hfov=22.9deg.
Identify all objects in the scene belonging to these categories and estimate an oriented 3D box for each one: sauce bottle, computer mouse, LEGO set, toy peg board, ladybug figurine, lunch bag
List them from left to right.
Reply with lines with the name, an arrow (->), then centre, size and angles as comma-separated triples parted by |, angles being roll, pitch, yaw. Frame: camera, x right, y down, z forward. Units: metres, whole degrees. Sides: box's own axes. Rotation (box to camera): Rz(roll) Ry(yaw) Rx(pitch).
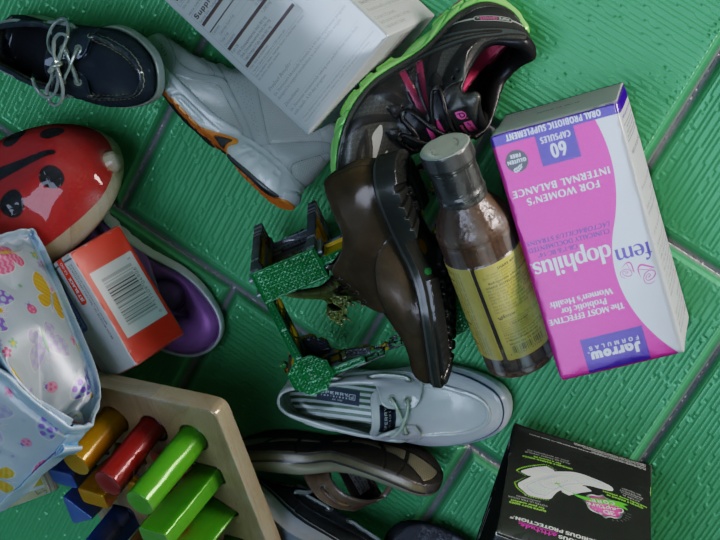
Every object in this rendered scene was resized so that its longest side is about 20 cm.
lunch bag -> -0.313, 0.089, 1.455 | 0.170, 0.127, 0.200 | -39, 69, 34
ladybug figurine -> -0.292, -0.066, 1.539 | 0.200, 0.072, 0.136 | -25, 53, 24
toy peg board -> -0.189, 0.195, 1.501 | 0.199, 0.098, 0.200 | 9, 132, 32
LEGO set -> 0.000, 0.000, 1.472 | 0.200, 0.116, 0.154 | -30, 112, 13
sauce bottle -> 0.097, -0.012, 1.370 | 0.065, 0.065, 0.200 | -7, 122, 23
computer mouse -> 0.109, 0.278, 1.539 | 0.200, 0.034, 0.059 | 32, 87, 5

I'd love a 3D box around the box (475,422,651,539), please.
box -> 0.152, 0.239, 1.405 | 0.124, 0.200, 0.149 | 17, 111, 4

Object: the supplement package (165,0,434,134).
supplement package -> -0.062, -0.223, 1.413 | 0.200, 0.114, 0.110 | 43, 116, 4

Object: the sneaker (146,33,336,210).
sneaker -> -0.097, -0.141, 1.484 | 0.092, 0.076, 0.200 | -45, 73, -5

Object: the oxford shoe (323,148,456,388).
oxford shoe -> 0.023, 0.003, 1.379 | 0.084, 0.073, 0.200 | -11, 112, 20

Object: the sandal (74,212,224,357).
sandal -> -0.211, 0.010, 1.571 | 0.203, 0.050, 0.082 | 39, 115, 7

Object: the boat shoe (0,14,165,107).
boat shoe -> -0.246, -0.178, 1.491 | 0.200, 0.062, 0.075 | 24, 116, 37

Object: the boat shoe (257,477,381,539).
boat shoe -> -0.049, 0.223, 1.559 | 0.199, 0.068, 0.074 | 22, 125, 40

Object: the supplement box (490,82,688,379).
supplement box -> 0.180, -0.030, 1.377 | 0.101, 0.103, 0.200 | -15, 101, 15

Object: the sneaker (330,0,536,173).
sneaker -> 0.055, -0.128, 1.379 | 0.200, 0.077, 0.084 | -47, 50, 5

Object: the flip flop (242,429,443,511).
flip flop -> -0.020, 0.176, 1.529 | 0.200, 0.081, 0.058 | 2, 100, 25

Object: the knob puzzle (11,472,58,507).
knob puzzle -> -0.350, 0.121, 1.607 | 0.220, 0.030, 0.220 | 38, 140, 41

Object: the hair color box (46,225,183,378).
hair color box -> -0.252, 0.050, 1.552 | 0.200, 0.064, 0.111 | -28, 94, 50

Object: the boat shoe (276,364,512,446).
boat shoe -> 0.026, 0.120, 1.502 | 0.200, 0.067, 0.074 | 0, 105, 21
